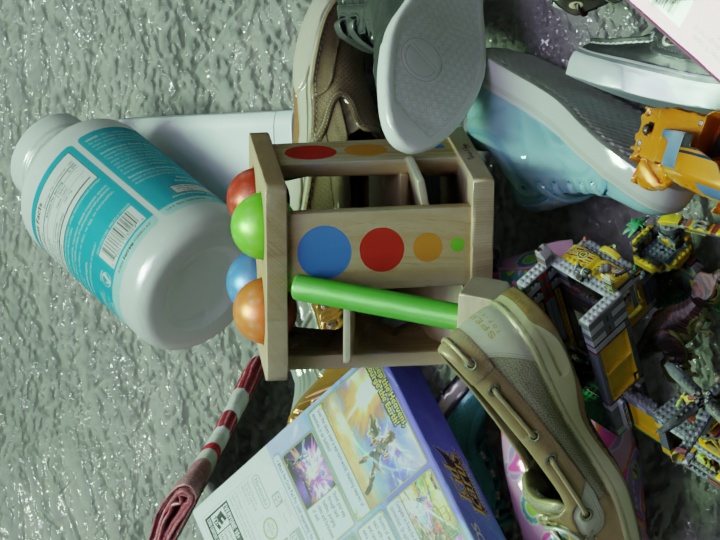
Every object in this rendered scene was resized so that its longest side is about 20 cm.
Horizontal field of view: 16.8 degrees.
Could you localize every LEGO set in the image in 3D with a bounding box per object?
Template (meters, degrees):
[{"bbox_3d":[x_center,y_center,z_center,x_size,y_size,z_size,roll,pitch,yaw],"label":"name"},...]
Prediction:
[{"bbox_3d":[0.185,0.026,1.369,0.200,0.153,0.116,42,161,43],"label":"LEGO set"}]

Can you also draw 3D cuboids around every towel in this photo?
[{"bbox_3d":[-0.119,0.149,1.708,0.023,0.200,0.145,28,121,-1],"label":"towel"}]

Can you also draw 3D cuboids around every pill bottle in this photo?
[{"bbox_3d":[-0.170,-0.037,1.747,0.200,0.110,0.111,39,121,37],"label":"pill bottle"}]

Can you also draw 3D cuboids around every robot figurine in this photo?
[{"bbox_3d":[0.246,-0.041,1.323,0.200,0.144,0.059,25,96,54],"label":"robot figurine"}]

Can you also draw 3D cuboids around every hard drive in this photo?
[{"bbox_3d":[-0.105,-0.048,1.777,0.199,0.027,0.133,1,95,47],"label":"hard drive"}]

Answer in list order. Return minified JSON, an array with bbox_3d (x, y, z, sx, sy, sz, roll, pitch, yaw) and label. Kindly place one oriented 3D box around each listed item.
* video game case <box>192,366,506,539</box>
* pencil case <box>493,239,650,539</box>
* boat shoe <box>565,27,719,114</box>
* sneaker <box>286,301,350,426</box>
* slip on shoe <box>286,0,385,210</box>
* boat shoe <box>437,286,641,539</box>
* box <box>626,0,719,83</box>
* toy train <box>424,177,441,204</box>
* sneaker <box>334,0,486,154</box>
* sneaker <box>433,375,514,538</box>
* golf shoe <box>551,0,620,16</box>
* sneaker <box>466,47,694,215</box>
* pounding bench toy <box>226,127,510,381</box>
[{"bbox_3d":[0.000,0.181,1.526,0.181,0.045,0.201,-42,54,23],"label":"video game case"},{"bbox_3d":[0.127,0.083,1.498,0.087,0.087,0.202,-7,89,47],"label":"pencil case"},{"bbox_3d":[0.206,-0.123,1.409,0.199,0.070,0.067,15,90,48],"label":"boat shoe"},{"bbox_3d":[-0.010,0.085,1.646,0.075,0.088,0.202,-13,75,15],"label":"sneaker"},{"bbox_3d":[-0.011,-0.093,1.617,0.060,0.076,0.202,-1,67,26],"label":"slip on shoe"},{"bbox_3d":[0.103,0.105,1.389,0.073,0.063,0.202,40,158,55],"label":"boat shoe"},{"bbox_3d":[0.249,-0.150,1.258,0.176,0.199,0.097,47,125,32],"label":"box"},{"bbox_3d":[0.036,-0.053,1.619,0.046,0.034,0.202,-5,89,50],"label":"toy train"},{"bbox_3d":[0.026,-0.143,1.545,0.099,0.070,0.201,-35,39,48],"label":"sneaker"},{"bbox_3d":[0.067,0.144,1.594,0.079,0.077,0.201,25,117,20],"label":"sneaker"},{"bbox_3d":[0.158,-0.194,1.458,0.199,0.078,0.095,25,143,32],"label":"golf shoe"},{"bbox_3d":[0.133,-0.065,1.490,0.200,0.073,0.083,43,126,50],"label":"sneaker"},{"bbox_3d":[0.000,0.000,1.470,0.200,0.155,0.125,-112,21,-70],"label":"pounding bench toy"}]
